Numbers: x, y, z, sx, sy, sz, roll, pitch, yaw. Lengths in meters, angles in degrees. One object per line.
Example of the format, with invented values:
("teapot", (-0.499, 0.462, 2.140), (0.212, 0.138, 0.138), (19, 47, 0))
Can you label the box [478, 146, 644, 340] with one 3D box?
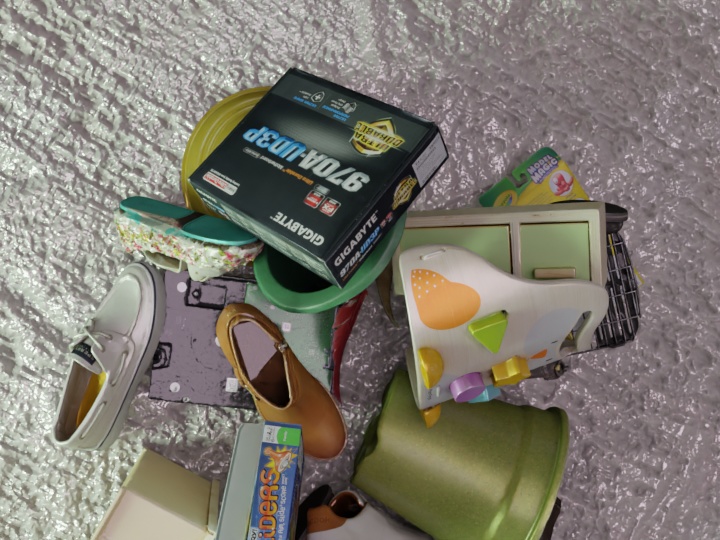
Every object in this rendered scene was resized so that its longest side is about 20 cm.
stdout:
("box", (0.228, -0.032, 0.952), (0.117, 0.048, 0.201), (-36, 99, -9))

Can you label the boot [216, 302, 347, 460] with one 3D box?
("boot", (-0.074, 0.120, 0.794), (0.074, 0.155, 0.201), (-41, 97, -9))

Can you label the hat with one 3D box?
("hat", (0.000, 0.000, 0.829), (0.198, 0.176, 0.168), (-28, 53, 20))

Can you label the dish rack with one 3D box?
("dish rack", (0.202, 0.028, 0.899), (0.197, 0.055, 0.156), (-14, 101, 12))

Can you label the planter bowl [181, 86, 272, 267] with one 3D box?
("planter bowl", (-0.091, -0.103, 0.866), (0.197, 0.083, 0.204), (0, 90, -12))

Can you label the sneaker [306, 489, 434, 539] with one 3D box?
("sneaker", (0.016, 0.273, 0.858), (0.072, 0.199, 0.086), (-23, 66, 28))

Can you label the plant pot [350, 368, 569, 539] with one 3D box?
("plant pot", (0.094, 0.202, 0.862), (0.182, 0.200, 0.203), (24, 85, 1))

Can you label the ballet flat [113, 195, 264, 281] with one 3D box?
("ballet flat", (-0.171, -0.026, 0.818), (0.075, 0.198, 0.065), (-24, 123, -46))

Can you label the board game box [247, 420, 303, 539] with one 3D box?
("board game box", (-0.077, 0.228, 0.761), (0.034, 0.201, 0.138), (7, 68, 0))

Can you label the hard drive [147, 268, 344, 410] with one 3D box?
("hard drive", (-0.121, 0.078, 0.882), (0.197, 0.038, 0.142), (7, 88, -11))

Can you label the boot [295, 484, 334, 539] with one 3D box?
("boot", (-0.010, 0.361, 0.895), (0.198, 0.064, 0.188), (32, 82, -13))

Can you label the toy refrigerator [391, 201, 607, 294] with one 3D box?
("toy refrigerator", (0.130, -0.020, 0.776), (0.197, 0.070, 0.077), (-1, 100, 22))

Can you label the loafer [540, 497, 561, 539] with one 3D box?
("loafer", (0.192, 0.344, 0.927), (0.070, 0.073, 0.203), (12, 87, -9))

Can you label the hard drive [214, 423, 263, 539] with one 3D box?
("hard drive", (-0.112, 0.256, 0.782), (0.026, 0.202, 0.133), (6, 50, 0))

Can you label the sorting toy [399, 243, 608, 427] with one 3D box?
("sorting toy", (0.132, 0.061, 0.749), (0.177, 0.201, 0.108), (-10, 60, 0))

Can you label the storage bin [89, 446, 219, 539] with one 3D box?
("storage bin", (-0.224, 0.291, 0.776), (0.093, 0.200, 0.200), (30, 84, -8))

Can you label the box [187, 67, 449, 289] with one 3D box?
("box", (-0.042, -0.093, 0.744), (0.159, 0.199, 0.046), (-50, 142, -13))

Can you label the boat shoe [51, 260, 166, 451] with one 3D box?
("boat shoe", (-0.261, 0.085, 0.826), (0.070, 0.070, 0.203), (21, 89, 27))

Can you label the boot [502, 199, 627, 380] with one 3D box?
("boot", (0.189, 0.026, 0.842), (0.197, 0.069, 0.177), (-11, 100, 21))

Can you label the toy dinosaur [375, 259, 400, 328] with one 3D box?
("toy dinosaur", (0.026, -0.007, 0.875), (0.057, 0.101, 0.203), (-16, 58, 21))
